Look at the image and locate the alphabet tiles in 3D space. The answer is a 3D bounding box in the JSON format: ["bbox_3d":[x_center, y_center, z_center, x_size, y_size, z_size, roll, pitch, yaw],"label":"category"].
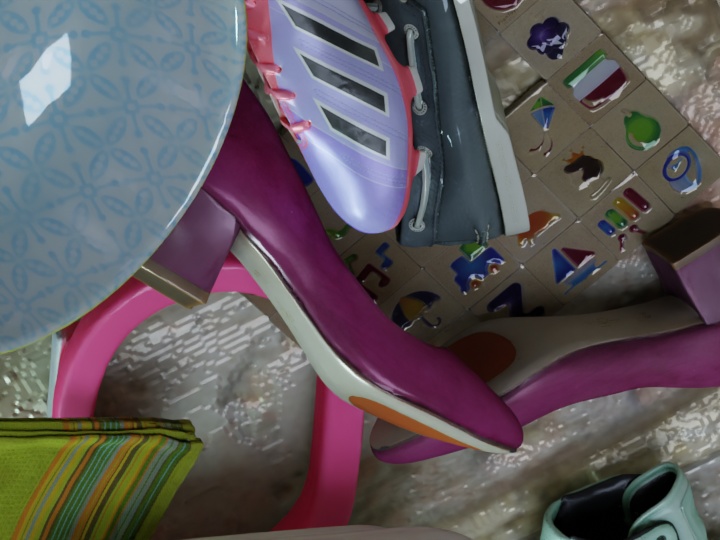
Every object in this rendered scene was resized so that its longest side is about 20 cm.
[{"bbox_3d":[0.042,-0.033,1.235,0.200,0.008,0.167,-40,122,12],"label":"alphabet tiles"}]

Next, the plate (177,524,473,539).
[{"bbox_3d":[-0.058,0.167,1.278,0.200,0.032,0.200,-4,151,-13],"label":"plate"}]

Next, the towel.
[{"bbox_3d":[-0.163,0.100,1.171,0.200,0.018,0.086,3,124,-42],"label":"towel"}]

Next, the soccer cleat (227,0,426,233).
[{"bbox_3d":[-0.030,-0.108,1.102,0.076,0.067,0.200,-18,101,-30],"label":"soccer cleat"}]

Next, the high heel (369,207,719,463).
[{"bbox_3d":[0.105,0.058,1.261,0.200,0.067,0.096,-28,119,-2],"label":"high heel"}]

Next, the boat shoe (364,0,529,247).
[{"bbox_3d":[0.020,-0.097,1.147,0.062,0.073,0.200,-16,116,4],"label":"boat shoe"}]

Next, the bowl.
[{"bbox_3d":[-0.152,-0.076,1.054,0.200,0.108,0.200,-33,143,-30],"label":"bowl"}]

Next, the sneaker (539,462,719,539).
[{"bbox_3d":[0.178,0.149,1.335,0.200,0.074,0.118,-3,128,-9],"label":"sneaker"}]

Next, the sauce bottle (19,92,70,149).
[{"bbox_3d":[-0.183,0.010,1.157,0.066,0.066,0.200,29,94,-27],"label":"sauce bottle"}]

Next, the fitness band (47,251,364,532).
[{"bbox_3d":[-0.070,0.073,1.250,0.144,0.037,0.200,-2,124,-10],"label":"fitness band"}]

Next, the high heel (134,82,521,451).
[{"bbox_3d":[0.000,0.000,1.165,0.200,0.067,0.096,31,77,-21],"label":"high heel"}]
